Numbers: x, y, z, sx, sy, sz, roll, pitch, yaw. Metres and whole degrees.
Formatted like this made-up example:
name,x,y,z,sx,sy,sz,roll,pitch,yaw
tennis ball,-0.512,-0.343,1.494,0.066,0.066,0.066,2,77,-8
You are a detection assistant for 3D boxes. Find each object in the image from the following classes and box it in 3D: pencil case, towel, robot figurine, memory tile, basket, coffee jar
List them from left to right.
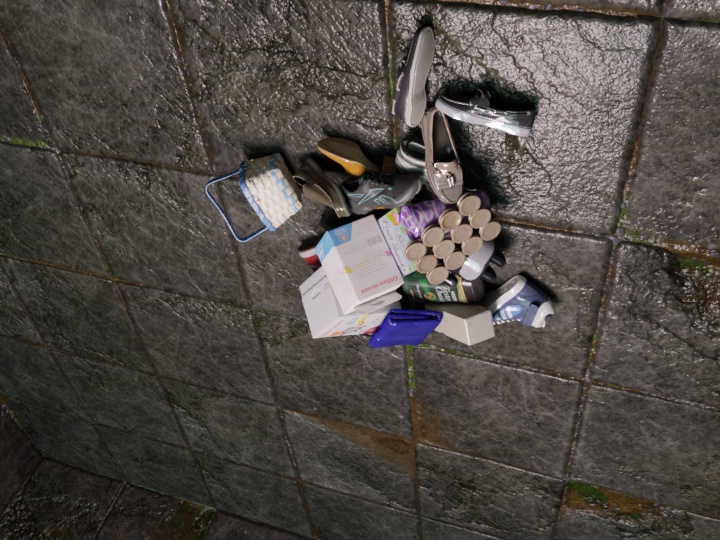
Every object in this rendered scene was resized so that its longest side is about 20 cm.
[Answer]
name,x,y,z,sx,sy,sz,roll,pitch,yaw
basket,-0.247,-0.172,1.795,0.197,0.140,0.178,-25,124,6
towel,0.110,0.141,1.876,0.145,0.050,0.200,-3,159,-15
coffee jar,0.205,0.029,1.833,0.197,0.086,0.105,-2,134,28
pencil case,0.184,-0.122,1.611,0.197,0.086,0.085,-13,122,-17
memory tile,0.194,-0.066,1.592,0.199,0.017,0.153,-40,133,12
robot figurine,0.232,-0.053,1.706,0.198,0.152,0.125,30,155,-3

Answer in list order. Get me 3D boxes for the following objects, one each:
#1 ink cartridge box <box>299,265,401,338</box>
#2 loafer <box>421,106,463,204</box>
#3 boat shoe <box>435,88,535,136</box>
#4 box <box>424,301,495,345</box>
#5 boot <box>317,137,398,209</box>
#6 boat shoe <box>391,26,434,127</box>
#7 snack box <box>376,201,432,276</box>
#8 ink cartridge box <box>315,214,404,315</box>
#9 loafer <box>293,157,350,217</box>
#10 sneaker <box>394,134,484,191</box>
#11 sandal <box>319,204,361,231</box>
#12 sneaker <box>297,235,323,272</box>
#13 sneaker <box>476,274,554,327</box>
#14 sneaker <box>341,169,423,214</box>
name,x,y,z,sx,sy,sz,roll,pitch,yaw
ink cartridge box,-0.027,0.072,1.881,0.197,0.147,0.145,-2,156,-36
loafer,0.166,-0.232,1.527,0.071,0.063,0.204,-15,97,-3
boat shoe,0.246,-0.321,1.466,0.197,0.070,0.067,20,122,11
box,0.239,0.119,1.831,0.199,0.081,0.070,-158,54,-66
boot,-0.012,-0.211,1.703,0.198,0.071,0.145,18,137,2
boat shoe,0.099,-0.382,1.471,0.060,0.074,0.202,29,137,26
snack box,0.085,-0.060,1.731,0.144,0.052,0.200,66,156,2
ink cartridge box,0.000,0.000,1.738,0.203,0.127,0.125,66,157,9
loafer,-0.089,-0.176,1.704,0.200,0.069,0.076,49,173,40
sneaker,0.166,-0.215,1.628,0.198,0.077,0.116,25,157,-4
sandal,-0.049,-0.138,1.801,0.075,0.048,0.200,33,162,-14
sneaker,-0.061,-0.033,1.914,0.198,0.072,0.113,-7,126,43
sneaker,0.377,0.109,1.831,0.146,0.081,0.200,39,132,-9
sneaker,0.043,-0.176,1.618,0.198,0.076,0.080,-13,130,36
